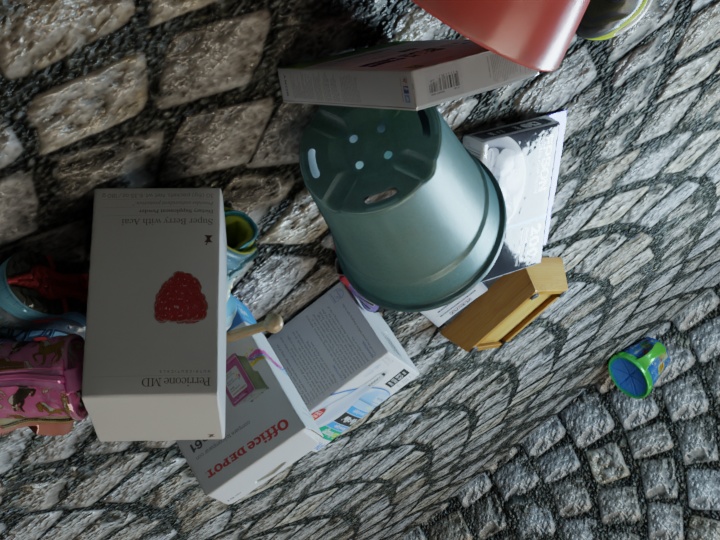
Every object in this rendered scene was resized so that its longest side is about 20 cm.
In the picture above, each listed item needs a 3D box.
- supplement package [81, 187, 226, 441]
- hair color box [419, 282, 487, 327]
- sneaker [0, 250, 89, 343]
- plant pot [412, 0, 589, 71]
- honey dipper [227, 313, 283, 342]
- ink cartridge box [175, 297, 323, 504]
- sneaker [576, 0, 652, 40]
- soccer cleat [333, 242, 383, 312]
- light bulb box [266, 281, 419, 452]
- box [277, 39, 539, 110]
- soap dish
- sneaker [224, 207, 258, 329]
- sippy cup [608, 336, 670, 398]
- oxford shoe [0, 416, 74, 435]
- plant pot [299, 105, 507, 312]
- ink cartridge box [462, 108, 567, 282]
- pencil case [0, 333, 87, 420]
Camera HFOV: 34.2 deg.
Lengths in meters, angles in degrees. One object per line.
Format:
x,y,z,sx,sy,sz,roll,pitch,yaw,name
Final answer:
-0.182,0.041,1.067,0.119,0.203,0.120,-1,154,-5,supplement package
0.114,0.013,1.703,0.099,0.061,0.200,-36,159,6,hair color box
-0.304,0.036,1.124,0.094,0.080,0.200,-24,157,16,sneaker
0.117,-0.284,0.896,0.199,0.201,0.179,-5,134,-53,plant pot
-0.182,0.084,1.352,0.197,0.039,0.038,-18,161,10,honey dipper
-0.157,0.153,1.393,0.144,0.201,0.085,-34,160,1,ink cartridge box
0.287,-0.329,1.220,0.080,0.074,0.201,10,125,-53,sneaker
0.000,0.000,1.512,0.072,0.069,0.201,-11,156,-7,soccer cleat
-0.047,0.141,1.647,0.199,0.126,0.198,-37,159,5,light bulb box
0.038,-0.175,1.031,0.143,0.199,0.037,-20,111,-33,box
0.246,0.055,1.969,0.200,0.082,0.156,-44,158,26,soap dish
-0.148,0.001,1.251,0.130,0.080,0.200,-35,160,6,sneaker
0.753,0.250,3.126,0.130,0.141,0.177,-35,-159,-28,sippy cup
-0.370,0.126,1.232,0.075,0.070,0.199,-63,154,6,oxford shoe
0.037,-0.085,1.205,0.199,0.201,0.196,-35,152,2,plant pot
0.202,-0.094,1.507,0.198,0.043,0.201,-19,124,-38,ink cartridge box
-0.341,0.102,1.060,0.196,0.087,0.084,-4,125,2,pencil case
